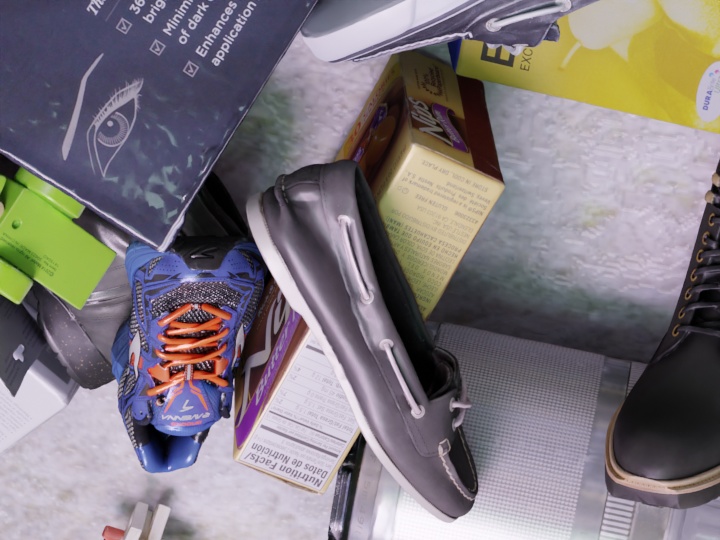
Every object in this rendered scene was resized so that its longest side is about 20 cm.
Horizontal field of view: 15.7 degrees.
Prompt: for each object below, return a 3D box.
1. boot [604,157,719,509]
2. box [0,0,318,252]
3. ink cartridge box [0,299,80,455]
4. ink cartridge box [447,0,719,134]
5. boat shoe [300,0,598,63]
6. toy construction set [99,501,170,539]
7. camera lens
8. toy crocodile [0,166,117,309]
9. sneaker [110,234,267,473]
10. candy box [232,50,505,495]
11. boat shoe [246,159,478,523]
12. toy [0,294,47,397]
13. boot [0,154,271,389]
[{"bbox_3d":[0.171,0.014,1.276,0.077,0.200,0.139,11,121,20],"label":"boot"},{"bbox_3d":[-0.126,-0.148,1.232,0.200,0.117,0.197,32,94,-10],"label":"box"},{"bbox_3d":[-0.278,0.037,1.482,0.200,0.044,0.173,42,133,-16],"label":"ink cartridge box"},{"bbox_3d":[0.106,-0.176,1.252,0.200,0.047,0.198,11,125,3],"label":"ink cartridge box"},{"bbox_3d":[0.071,-0.133,1.221,0.200,0.072,0.068,-24,118,12],"label":"boat shoe"},{"bbox_3d":[-0.076,0.222,1.528,0.200,0.092,0.131,32,149,0],"label":"toy construction set"},{"bbox_3d":[0.090,0.118,1.380,0.200,0.160,0.160,11,125,5],"label":"camera lens"},{"bbox_3d":[-0.197,-0.037,1.282,0.200,0.062,0.068,31,88,-44],"label":"toy crocodile"},{"bbox_3d":[-0.085,0.042,1.331,0.075,0.079,0.200,-2,153,-9],"label":"sneaker"},{"bbox_3d":[0.000,0.000,1.326,0.056,0.117,0.200,24,116,-16],"label":"candy box"},{"bbox_3d":[0.017,0.036,1.242,0.057,0.067,0.200,-25,114,16],"label":"boat shoe"},{"bbox_3d":[-0.247,-0.019,1.369,0.047,0.115,0.200,-32,101,10],"label":"toy"},{"bbox_3d":[-0.133,-0.031,1.398,0.130,0.068,0.200,-22,123,19],"label":"boot"}]
